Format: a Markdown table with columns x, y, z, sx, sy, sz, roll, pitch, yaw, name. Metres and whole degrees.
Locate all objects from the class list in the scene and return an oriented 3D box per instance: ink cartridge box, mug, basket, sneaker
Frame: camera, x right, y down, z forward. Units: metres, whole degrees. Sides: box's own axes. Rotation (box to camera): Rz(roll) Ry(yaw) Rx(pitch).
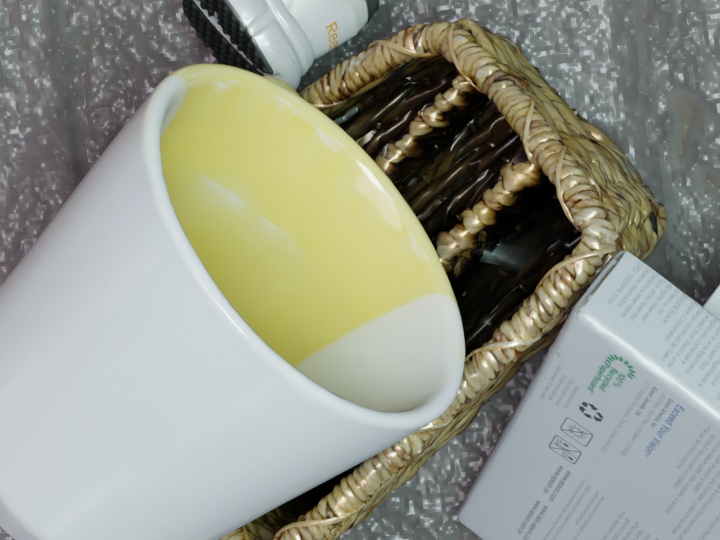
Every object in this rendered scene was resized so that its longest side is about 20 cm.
| x | y | z | sx | sy | sz | roll | pitch | yaw | name |
| --- | --- | --- | --- | --- | --- | --- | --- | --- | --- |
| 0.142 | 0.105 | 1.075 | 0.200 | 0.197 | 0.043 | 37 | 62 | 7 | ink cartridge box |
| -0.059 | 0.027 | 1.040 | 0.153 | 0.186 | 0.150 | -40 | 84 | 28 | mug |
| 0.000 | 0.000 | 1.112 | 0.200 | 0.149 | 0.143 | -44 | 84 | 14 | basket |
| -0.063 | -0.164 | 1.165 | 0.080 | 0.074 | 0.200 | -34 | 80 | -14 | sneaker |

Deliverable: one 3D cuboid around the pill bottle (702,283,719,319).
| x | y | z | sx | sy | sz | roll | pitch | yaw | name |
| --- | --- | --- | --- | --- | --- | --- | --- | --- | --- |
| 0.217 | 0.066 | 1.084 | 0.200 | 0.109 | 0.109 | 39 | 103 | 8 | pill bottle |
